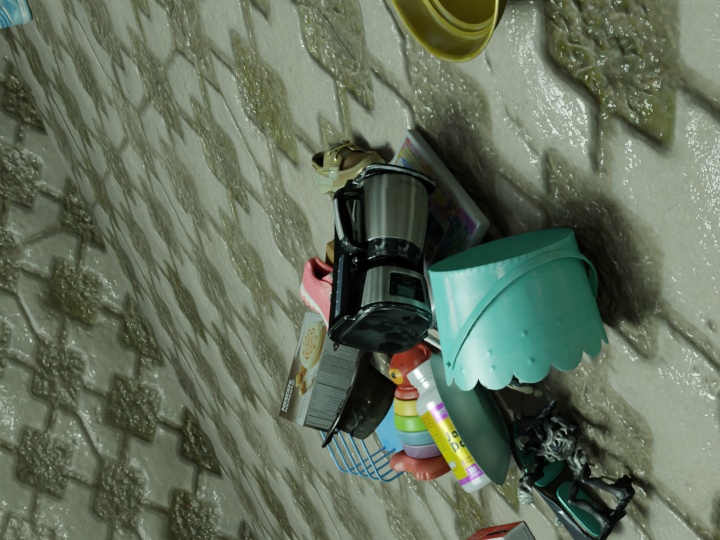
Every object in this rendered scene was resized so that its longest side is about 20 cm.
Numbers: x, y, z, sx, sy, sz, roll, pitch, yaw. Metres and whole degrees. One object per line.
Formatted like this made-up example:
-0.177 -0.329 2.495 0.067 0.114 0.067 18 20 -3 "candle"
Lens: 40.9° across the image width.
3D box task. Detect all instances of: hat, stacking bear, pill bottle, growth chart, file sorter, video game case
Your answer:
0.011 0.221 1.615 0.080 0.202 0.202 26 148 6 "hat"
0.098 0.218 1.569 0.121 0.112 0.204 4 108 59 "stacking bear"
0.152 0.227 1.471 0.202 0.103 0.104 58 155 9 "pill bottle"
0.166 0.131 1.308 0.144 0.018 0.199 28 180 43 "growth chart"
0.023 0.303 1.788 0.141 0.122 0.199 64 155 -6 "file sorter"
0.080 -0.056 1.298 0.201 0.023 0.184 57 135 38 "video game case"

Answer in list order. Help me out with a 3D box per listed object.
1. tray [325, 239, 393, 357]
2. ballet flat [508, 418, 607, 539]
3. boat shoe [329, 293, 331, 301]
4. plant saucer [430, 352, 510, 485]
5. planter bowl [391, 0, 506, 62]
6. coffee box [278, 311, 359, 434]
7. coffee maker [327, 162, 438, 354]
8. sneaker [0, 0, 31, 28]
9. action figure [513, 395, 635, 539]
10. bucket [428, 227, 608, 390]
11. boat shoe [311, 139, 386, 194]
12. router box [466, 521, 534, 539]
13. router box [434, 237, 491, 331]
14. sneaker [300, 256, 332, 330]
0.007 0.045 1.656 0.201 0.037 0.099 50 153 28 "tray"
0.271 0.303 1.361 0.201 0.072 0.073 51 154 19 "ballet flat"
0.000 0.000 1.523 0.070 0.090 0.204 21 121 45 "boat shoe"
0.162 0.195 1.329 0.202 0.038 0.202 54 -165 -21 "plant saucer"
0.106 -0.330 1.010 0.200 0.083 0.202 45 152 33 "planter bowl"
-0.072 0.186 1.774 0.114 0.079 0.204 5 79 63 "coffee box"
0.027 -0.001 1.225 0.193 0.132 0.204 95 178 -64 "coffee maker"
-1.038 -0.791 2.759 0.079 0.129 0.203 7 121 62 "sneaker"
0.261 0.253 1.265 0.199 0.101 0.120 41 128 28 "action figure"
0.178 0.040 1.116 0.206 0.204 0.137 -2 106 63 "bucket"
-0.027 -0.160 1.465 0.067 0.074 0.199 61 157 -11 "boat shoe"
0.269 0.528 1.617 0.202 0.048 0.179 60 156 6 "router box"
0.141 0.023 1.332 0.199 0.061 0.152 29 140 51 "router box"
-0.041 0.051 1.629 0.200 0.073 0.088 41 145 37 "sneaker"
